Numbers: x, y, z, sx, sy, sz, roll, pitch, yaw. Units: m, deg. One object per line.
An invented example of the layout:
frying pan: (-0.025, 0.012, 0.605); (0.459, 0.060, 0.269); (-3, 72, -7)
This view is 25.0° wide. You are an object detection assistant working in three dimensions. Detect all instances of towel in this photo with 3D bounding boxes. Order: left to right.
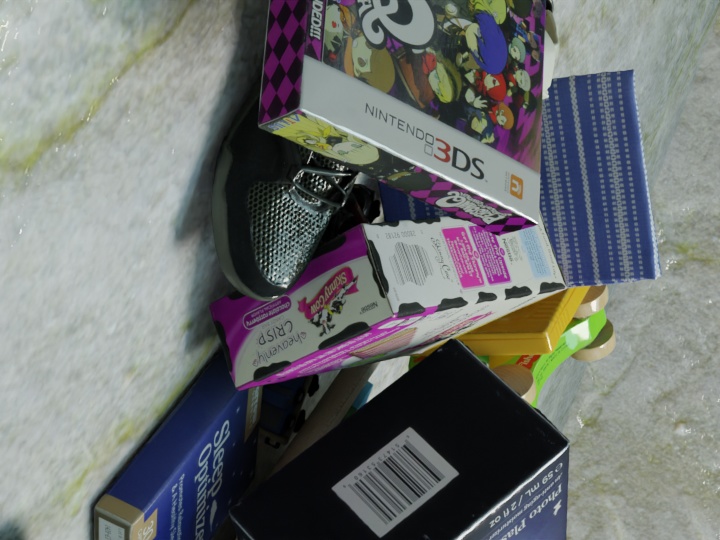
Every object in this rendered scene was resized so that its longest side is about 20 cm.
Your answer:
towel: (0.102, -0.056, 1.111); (0.024, 0.198, 0.147); (-36, 118, -60)

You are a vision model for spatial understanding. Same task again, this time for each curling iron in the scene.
curling iron: (0.000, 0.000, 1.139); (0.049, 0.026, 0.200); (-41, 152, -4)

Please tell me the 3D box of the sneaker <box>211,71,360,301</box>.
sneaker: (-0.013, -0.077, 0.903); (0.076, 0.114, 0.201); (31, 78, -36)

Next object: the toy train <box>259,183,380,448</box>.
toy train: (-0.033, 0.034, 1.160); (0.202, 0.034, 0.046); (-70, 163, 7)

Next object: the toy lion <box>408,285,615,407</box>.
toy lion: (0.109, 0.055, 1.403); (0.200, 0.190, 0.069); (-47, 135, -35)

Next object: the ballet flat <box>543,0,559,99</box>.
ballet flat: (0.094, -0.146, 1.055); (0.201, 0.068, 0.069); (-69, 166, -56)

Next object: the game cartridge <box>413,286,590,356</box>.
game cartridge: (0.115, 0.004, 1.392); (0.200, 0.175, 0.033); (-52, 130, -48)

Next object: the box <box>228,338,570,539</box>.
box: (0.035, 0.191, 1.093); (0.199, 0.123, 0.199); (-36, 147, -20)

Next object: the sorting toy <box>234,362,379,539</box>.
sorting toy: (-0.047, 0.159, 1.186); (0.186, 0.036, 0.201); (-54, 175, -44)

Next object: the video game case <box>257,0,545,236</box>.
video game case: (0.029, -0.140, 0.836); (0.180, 0.036, 0.202); (22, 65, -42)

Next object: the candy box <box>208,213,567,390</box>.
candy box: (0.021, 0.016, 1.029); (0.136, 0.062, 0.199); (-26, 169, 37)

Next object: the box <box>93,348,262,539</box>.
box: (-0.106, 0.130, 1.042); (0.200, 0.032, 0.122); (-55, 160, -45)
